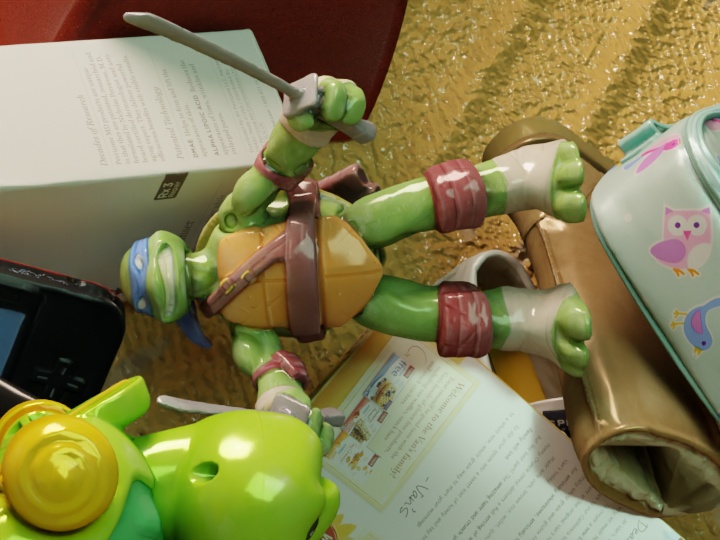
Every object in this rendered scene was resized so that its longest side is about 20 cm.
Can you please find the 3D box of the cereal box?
[{"bbox_3d":[0.046,0.129,1.003,0.200,0.040,0.144,42,83,-2],"label":"cereal box"}]

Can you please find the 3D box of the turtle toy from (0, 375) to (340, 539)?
[{"bbox_3d":[-0.104,0.101,0.766,0.200,0.146,0.101,-30,95,-10],"label":"turtle toy"}]

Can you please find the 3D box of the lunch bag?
[{"bbox_3d":[0.185,-0.006,1.021,0.160,0.077,0.200,60,23,1],"label":"lunch bag"}]

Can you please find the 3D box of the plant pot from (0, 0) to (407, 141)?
[{"bbox_3d":[-0.077,-0.184,1.054,0.200,0.176,0.200,-6,69,-27],"label":"plant pot"}]

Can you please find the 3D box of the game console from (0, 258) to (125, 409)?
[{"bbox_3d":[-0.211,0.081,0.898,0.200,0.172,0.119,15,33,-18],"label":"game console"}]

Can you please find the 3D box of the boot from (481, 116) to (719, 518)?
[{"bbox_3d":[0.138,0.035,1.057,0.175,0.066,0.200,23,35,-36],"label":"boot"}]

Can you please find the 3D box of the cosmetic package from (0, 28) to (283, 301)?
[{"bbox_3d":[-0.140,-0.040,0.987,0.200,0.113,0.081,-10,61,-27],"label":"cosmetic package"}]

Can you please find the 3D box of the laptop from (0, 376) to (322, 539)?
[{"bbox_3d":[-0.155,0.140,0.896,0.200,0.116,0.187,27,88,17],"label":"laptop"}]

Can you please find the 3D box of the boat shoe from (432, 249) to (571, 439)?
[{"bbox_3d":[0.090,0.082,1.061,0.071,0.070,0.200,-11,70,-29],"label":"boat shoe"}]

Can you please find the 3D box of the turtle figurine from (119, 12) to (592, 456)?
[{"bbox_3d":[0.000,0.000,0.903,0.194,0.200,0.144,-4,64,-8],"label":"turtle figurine"}]
